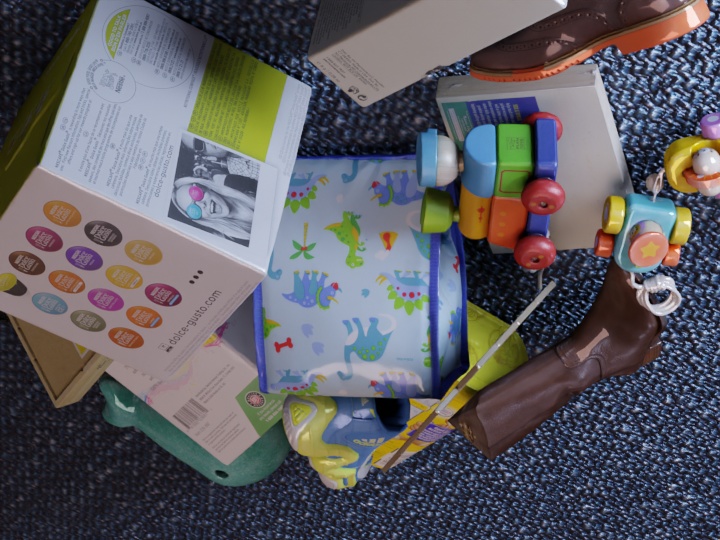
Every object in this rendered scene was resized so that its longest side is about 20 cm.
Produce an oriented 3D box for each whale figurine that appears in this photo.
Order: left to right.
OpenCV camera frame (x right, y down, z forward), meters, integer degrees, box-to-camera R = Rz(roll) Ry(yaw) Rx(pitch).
[{"bbox_3d":[-0.165,0.154,1.950,0.199,0.104,0.159,8,144,1],"label":"whale figurine"}]

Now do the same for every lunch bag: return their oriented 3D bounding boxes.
[{"bbox_3d":[0.000,0.000,1.673,0.169,0.127,0.201,0,104,16],"label":"lunch bag"}]

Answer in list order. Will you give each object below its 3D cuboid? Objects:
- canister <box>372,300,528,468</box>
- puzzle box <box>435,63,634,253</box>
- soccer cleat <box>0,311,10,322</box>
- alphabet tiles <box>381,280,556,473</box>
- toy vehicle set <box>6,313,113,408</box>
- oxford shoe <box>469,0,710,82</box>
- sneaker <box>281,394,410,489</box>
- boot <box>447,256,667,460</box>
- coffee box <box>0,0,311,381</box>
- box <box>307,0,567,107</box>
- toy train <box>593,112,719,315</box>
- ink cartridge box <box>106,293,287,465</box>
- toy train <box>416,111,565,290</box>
[{"bbox_3d":[0.039,0.103,1.845,0.148,0.087,0.200,29,142,-21],"label":"canister"},{"bbox_3d":[0.150,-0.088,1.610,0.132,0.026,0.200,-2,141,19],"label":"puzzle box"},{"bbox_3d":[-0.371,0.024,1.856,0.199,0.081,0.068,21,143,-13],"label":"soccer cleat"},{"bbox_3d":[0.091,0.088,1.635,0.006,0.200,0.167,42,136,5],"label":"alphabet tiles"},{"bbox_3d":[-0.250,0.023,1.750,0.026,0.125,0.200,-17,161,-40],"label":"toy vehicle set"},{"bbox_3d":[0.159,-0.191,1.454,0.199,0.071,0.073,-14,108,35],"label":"oxford shoe"},{"bbox_3d":[0.005,0.146,1.759,0.104,0.076,0.200,-12,165,13],"label":"sneaker"},{"bbox_3d":[0.165,0.079,1.704,0.199,0.064,0.187,-28,147,-5],"label":"boot"},{"bbox_3d":[-0.182,-0.068,1.582,0.197,0.201,0.200,25,141,-17],"label":"coffee box"},{"bbox_3d":[0.058,-0.200,1.442,0.199,0.083,0.068,-21,132,38],"label":"box"},{"bbox_3d":[0.286,-0.037,1.570,0.200,0.056,0.150,-36,114,20],"label":"toy train"},{"bbox_3d":[-0.152,0.064,1.807,0.200,0.088,0.145,37,138,-9],"label":"ink cartridge box"},{"bbox_3d":[0.099,-0.042,1.583,0.115,0.085,0.200,3,143,0],"label":"toy train"}]
